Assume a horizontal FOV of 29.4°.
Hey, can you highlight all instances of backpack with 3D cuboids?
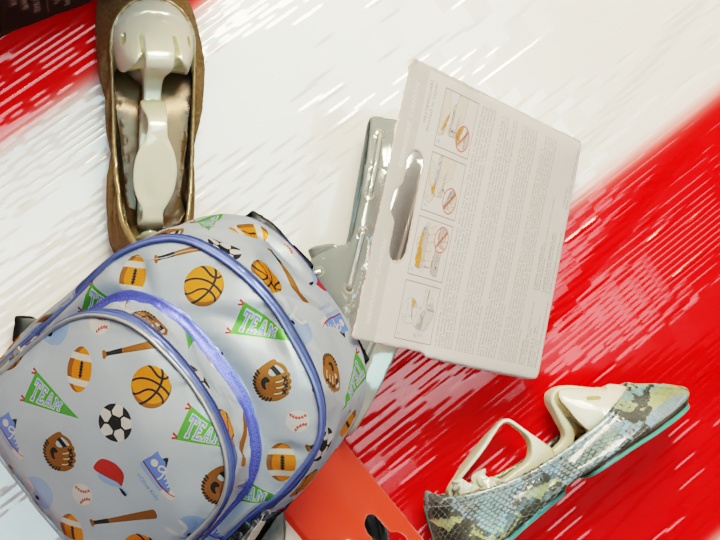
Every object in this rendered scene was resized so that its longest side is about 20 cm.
[{"bbox_3d":[-0.099,0.066,0.753,0.190,0.154,0.200,-42,91,18],"label":"backpack"}]

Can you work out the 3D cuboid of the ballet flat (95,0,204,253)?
[{"bbox_3d":[-0.125,-0.096,0.820,0.067,0.072,0.202,2,89,-14],"label":"ballet flat"}]

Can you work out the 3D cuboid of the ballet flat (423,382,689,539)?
[{"bbox_3d":[0.125,0.115,0.894,0.199,0.074,0.075,-34,99,-15],"label":"ballet flat"}]

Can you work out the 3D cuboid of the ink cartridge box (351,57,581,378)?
[{"bbox_3d":[0.056,-0.026,0.830,0.199,0.050,0.162,15,86,-50],"label":"ink cartridge box"}]

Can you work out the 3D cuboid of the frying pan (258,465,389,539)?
[{"bbox_3d":[-0.056,0.211,0.860,0.114,0.031,0.191,30,85,-11],"label":"frying pan"}]

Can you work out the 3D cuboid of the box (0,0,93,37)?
[{"bbox_3d":[-0.190,-0.257,0.740,0.163,0.166,0.201,-24,86,-13],"label":"box"}]

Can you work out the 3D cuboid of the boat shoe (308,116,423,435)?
[{"bbox_3d":[0.000,-0.001,0.863,0.071,0.070,0.202,18,81,-4],"label":"boat shoe"}]

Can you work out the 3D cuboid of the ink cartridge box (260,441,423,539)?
[{"bbox_3d":[0.001,0.213,0.793,0.160,0.047,0.200,51,45,-12],"label":"ink cartridge box"}]
